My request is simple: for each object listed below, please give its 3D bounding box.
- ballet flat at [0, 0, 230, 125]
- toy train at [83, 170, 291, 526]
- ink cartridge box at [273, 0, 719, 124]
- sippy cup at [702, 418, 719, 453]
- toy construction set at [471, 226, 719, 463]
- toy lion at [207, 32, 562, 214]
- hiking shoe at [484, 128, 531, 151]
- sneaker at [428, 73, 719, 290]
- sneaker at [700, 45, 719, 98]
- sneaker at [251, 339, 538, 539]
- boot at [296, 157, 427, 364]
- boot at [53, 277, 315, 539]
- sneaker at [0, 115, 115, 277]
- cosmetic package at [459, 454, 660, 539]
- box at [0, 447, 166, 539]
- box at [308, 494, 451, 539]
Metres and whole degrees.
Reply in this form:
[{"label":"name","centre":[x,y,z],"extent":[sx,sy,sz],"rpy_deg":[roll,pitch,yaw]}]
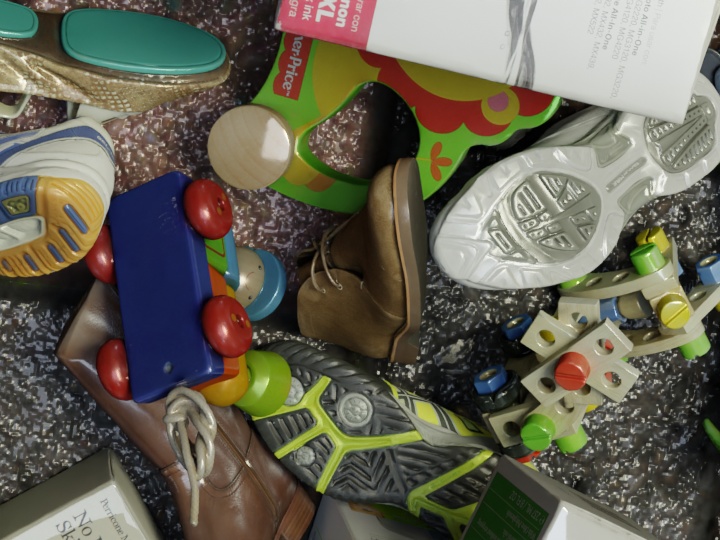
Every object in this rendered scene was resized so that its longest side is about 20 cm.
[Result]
[{"label":"ballet flat","centre":[-0.174,-0.114,1.000],"extent":[0.199,0.071,0.065],"rpy_deg":[10,126,-8]},{"label":"toy train","centre":[-0.078,0.056,0.972],"extent":[0.084,0.116,0.200],"rpy_deg":[-22,62,22]},{"label":"ink cartridge box","centre":[0.070,-0.140,0.879],"extent":[0.199,0.145,0.084],"rpy_deg":[14,103,1]},{"label":"sippy cup","centre":[0.291,0.048,1.060],"extent":[0.177,0.130,0.140],"rpy_deg":[-2,102,-8]},{"label":"toy construction set","centre":[0.135,0.045,1.016],"extent":[0.131,0.200,0.092],"rpy_deg":[-19,95,29]},{"label":"toy lion","centre":[0.031,-0.123,0.986],"extent":[0.191,0.069,0.201],"rpy_deg":[18,103,7]},{"label":"hiking shoe","centre":[0.091,-0.171,1.027],"extent":[0.100,0.076,0.200],"rpy_deg":[22,95,5]},{"label":"sneaker","centre":[0.114,-0.044,1.021],"extent":[0.200,0.099,0.078],"rpy_deg":[-28,98,-25]},{"label":"sneaker","centre":[0.228,-0.091,1.058],"extent":[0.084,0.075,0.201],"rpy_deg":[6,93,-5]},{"label":"sneaker","centre":[0.020,0.106,1.062],"extent":[0.200,0.076,0.076],"rpy_deg":[31,97,1]},{"label":"boot","centre":[0.000,0.000,0.983],"extent":[0.075,0.200,0.074],"rpy_deg":[6,65,0]},{"label":"boot","centre":[-0.116,0.106,0.993],"extent":[0.064,0.186,0.200],"rpy_deg":[-25,109,25]},{"label":"sneaker","centre":[-0.224,-0.032,0.997],"extent":[0.199,0.088,0.075],"rpy_deg":[-9,128,17]},{"label":"cosmetic package","centre":[0.072,0.204,0.864],"extent":[0.085,0.108,0.200],"rpy_deg":[27,89,-13]},{"label":"box","centre":[-0.213,0.190,1.040],"extent":[0.200,0.068,0.082],"rpy_deg":[-30,104,-2]},{"label":"box","centre":[0.031,0.210,1.014],"extent":[0.112,0.200,0.102],"rpy_deg":[16,98,-12]}]
